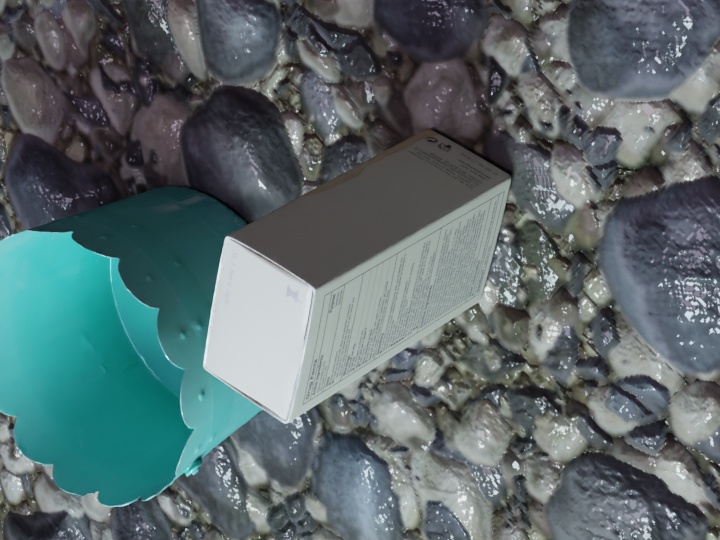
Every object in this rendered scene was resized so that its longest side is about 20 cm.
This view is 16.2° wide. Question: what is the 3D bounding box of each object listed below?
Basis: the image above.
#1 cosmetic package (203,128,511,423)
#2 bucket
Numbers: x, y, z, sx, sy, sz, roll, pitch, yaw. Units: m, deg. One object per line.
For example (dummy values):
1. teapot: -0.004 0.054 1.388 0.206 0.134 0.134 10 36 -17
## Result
1. cosmetic package: 0.000 0.000 1.540 0.073 0.200 0.104 32 127 26
2. bucket: -0.154 0.046 1.740 0.206 0.135 0.208 18 120 34
